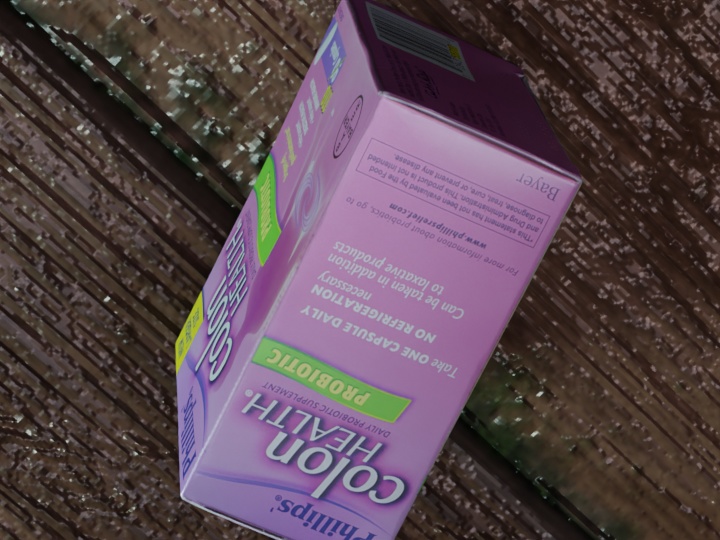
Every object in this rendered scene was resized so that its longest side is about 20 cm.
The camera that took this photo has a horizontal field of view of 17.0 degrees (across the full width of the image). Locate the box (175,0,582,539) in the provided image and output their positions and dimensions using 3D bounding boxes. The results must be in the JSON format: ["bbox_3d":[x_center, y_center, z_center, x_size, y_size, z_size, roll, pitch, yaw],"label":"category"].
[{"bbox_3d":[0.000,0.000,1.080,0.097,0.176,0.200,22,107,-13],"label":"box"}]
